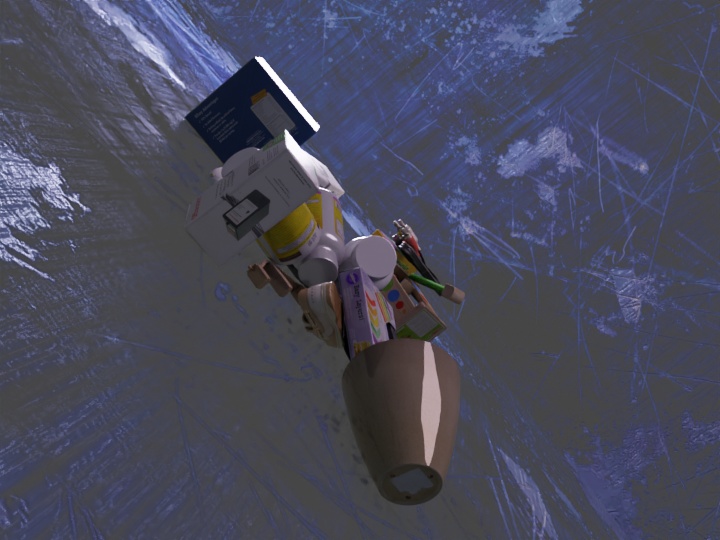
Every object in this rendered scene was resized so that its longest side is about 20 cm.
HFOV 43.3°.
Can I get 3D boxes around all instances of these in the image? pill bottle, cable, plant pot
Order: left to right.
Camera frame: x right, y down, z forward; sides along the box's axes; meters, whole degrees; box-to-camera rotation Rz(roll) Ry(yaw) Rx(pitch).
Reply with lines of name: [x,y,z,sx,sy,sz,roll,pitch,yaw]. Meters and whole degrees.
pill bottle: [-0.156,-0.111,1.560,0.200,0.109,0.109,58,3,-37]
pill bottle: [-0.082,-0.060,1.702,0.104,0.104,0.200,46,24,-33]
pill bottle: [0.000,0.000,1.761,0.112,0.111,0.200,52,-23,2]
plant pot: [0.066,0.236,1.338,0.187,0.187,0.200,46,24,-30]
cable: [0.135,-0.021,1.940,0.200,0.050,0.097,48,5,-20]

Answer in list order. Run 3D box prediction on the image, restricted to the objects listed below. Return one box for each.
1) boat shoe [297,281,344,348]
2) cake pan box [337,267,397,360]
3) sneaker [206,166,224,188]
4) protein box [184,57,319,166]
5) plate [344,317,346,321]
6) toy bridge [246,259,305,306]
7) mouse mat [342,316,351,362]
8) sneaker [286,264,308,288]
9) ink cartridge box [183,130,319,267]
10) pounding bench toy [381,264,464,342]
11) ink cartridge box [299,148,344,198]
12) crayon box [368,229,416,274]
boat shoe: [-0.067,0.077,1.555,0.200,0.069,0.074,78,9,-60]
cake pan box: [0.024,0.117,1.628,0.200,0.052,0.185,54,25,-57]
sneaker: [-0.211,-0.134,1.692,0.116,0.074,0.200,58,12,22]
protein box: [-0.227,-0.315,1.934,0.200,0.198,0.135,50,8,-9]
plate: [0.039,0.178,1.849,0.200,0.032,0.200,45,10,-39]
toy bridge: [-0.147,0.014,1.564,0.067,0.027,0.200,52,8,22]
mouse mat: [0.005,0.136,1.650,0.200,0.008,0.161,-85,153,-57]
sneaker: [-0.095,-0.028,1.803,0.076,0.091,0.200,50,11,-12]
ink cartridge box: [-0.168,-0.114,1.408,0.084,0.200,0.146,51,8,-20]
pounding bench toy: [0.104,0.058,1.905,0.124,0.200,0.156,41,14,-52]
ink cartridge box: [-0.138,-0.169,1.928,0.084,0.145,0.200,54,9,13]
crayon box: [0.022,0.008,1.989,0.058,0.172,0.200,55,9,23]
